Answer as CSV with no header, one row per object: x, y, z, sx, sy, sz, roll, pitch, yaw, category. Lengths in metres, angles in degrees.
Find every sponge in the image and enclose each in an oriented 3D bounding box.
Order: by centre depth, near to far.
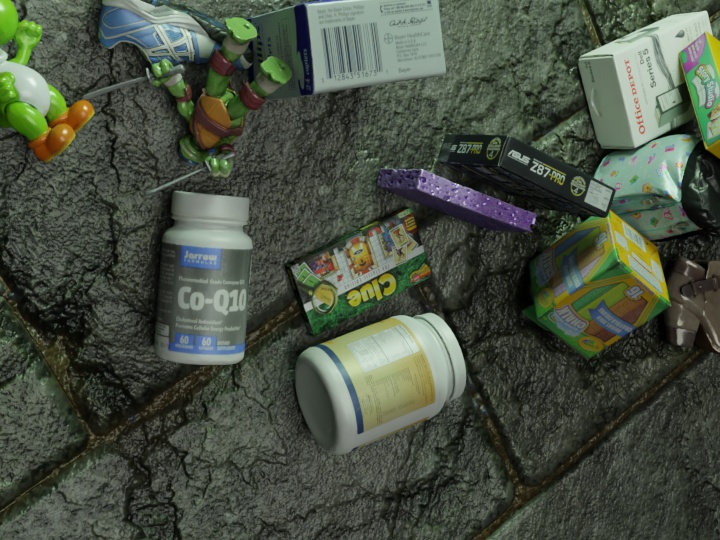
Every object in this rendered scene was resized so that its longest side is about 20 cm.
0.131,-0.095,1.538,0.198,0.111,0.030,18,86,-28,sponge

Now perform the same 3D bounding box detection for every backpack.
0.443,-0.118,1.656,0.127,0.198,0.168,53,52,-24,backpack

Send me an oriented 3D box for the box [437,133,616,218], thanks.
0.229,-0.131,1.558,0.198,0.161,0.050,21,86,-27,box

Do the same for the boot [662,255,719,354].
0.568,0.057,1.815,0.198,0.070,0.148,11,89,-29,boot

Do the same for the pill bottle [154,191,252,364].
-0.191,0.007,1.379,0.112,0.113,0.203,2,95,-28,pill bottle

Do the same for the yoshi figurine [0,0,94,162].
-0.384,-0.228,1.251,0.200,0.112,0.112,46,75,-19,yoshi figurine

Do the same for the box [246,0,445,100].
-0.023,-0.275,1.384,0.182,0.199,0.107,-12,101,-26,box

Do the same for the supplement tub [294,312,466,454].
0.027,0.145,1.494,0.198,0.144,0.146,-18,104,-25,supplement tub

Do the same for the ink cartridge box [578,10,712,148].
0.441,-0.286,1.694,0.198,0.084,0.147,-26,108,-23,ink cartridge box

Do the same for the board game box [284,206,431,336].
0.000,0.000,1.532,0.198,0.023,0.106,-27,110,-23,board game box

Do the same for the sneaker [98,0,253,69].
-0.224,-0.280,1.359,0.198,0.076,0.078,18,105,-25,sneaker

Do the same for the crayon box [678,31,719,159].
0.550,-0.223,1.621,0.171,0.058,0.202,26,44,-29,crayon box

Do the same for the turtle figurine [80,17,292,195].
-0.185,-0.188,1.310,0.198,0.145,0.194,14,132,-41,turtle figurine

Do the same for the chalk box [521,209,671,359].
0.325,0.031,1.628,0.124,0.125,0.200,33,125,-26,chalk box
